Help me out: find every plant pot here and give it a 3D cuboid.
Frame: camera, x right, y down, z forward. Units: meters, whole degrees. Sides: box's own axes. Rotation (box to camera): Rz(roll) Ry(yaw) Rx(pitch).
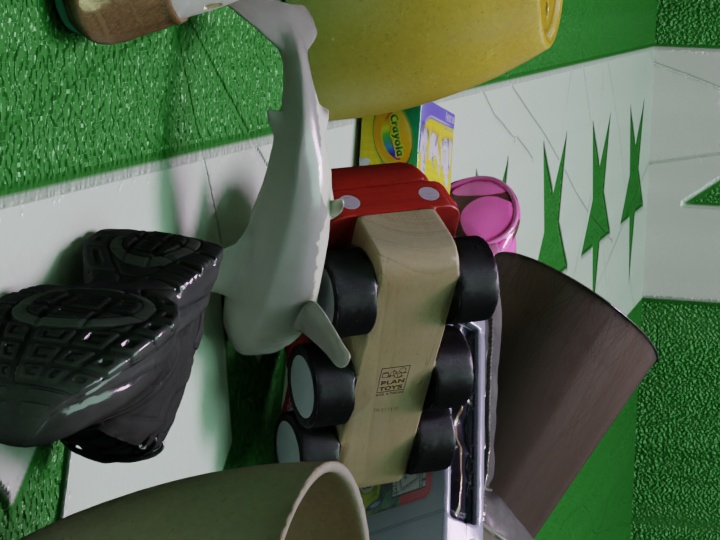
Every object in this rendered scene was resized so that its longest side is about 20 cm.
[{"bbox_3d":[0.048,-0.188,1.337,0.200,0.141,0.201,4,90,-76],"label":"plant pot"}]

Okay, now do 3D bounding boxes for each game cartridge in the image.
[{"bbox_3d":[0.018,0.107,1.322,0.041,0.133,0.201,21,58,-33],"label":"game cartridge"}]

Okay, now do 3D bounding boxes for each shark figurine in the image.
[{"bbox_3d":[-0.056,-0.032,1.105,0.128,0.089,0.216,-127,-142,-56],"label":"shark figurine"}]

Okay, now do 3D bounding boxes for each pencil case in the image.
[{"bbox_3d":[0.091,0.029,1.698,0.094,0.090,0.201,-123,-164,-46],"label":"pencil case"}]

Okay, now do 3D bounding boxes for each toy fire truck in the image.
[{"bbox_3d":[0.000,0.000,1.254,0.200,0.128,0.177,-119,-149,-43],"label":"toy fire truck"}]

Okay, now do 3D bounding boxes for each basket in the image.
[{"bbox_3d":[0.100,0.110,1.543,0.201,0.136,0.180,-58,168,-8],"label":"basket"}]

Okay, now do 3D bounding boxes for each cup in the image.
[{"bbox_3d":[-0.085,0.170,0.875,0.200,0.142,0.202,4,90,-76],"label":"cup"}]

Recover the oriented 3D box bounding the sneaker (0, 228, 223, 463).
[{"bbox_3d":[-0.105,0.045,0.922,0.200,0.075,0.091,-41,139,-69],"label":"sneaker"}]

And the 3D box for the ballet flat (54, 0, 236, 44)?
[{"bbox_3d":[-0.072,-0.143,0.999,0.200,0.072,0.068,-42,132,-71],"label":"ballet flat"}]

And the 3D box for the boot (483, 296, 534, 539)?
[{"bbox_3d":[0.073,0.105,1.418,0.182,0.072,0.201,49,30,-48],"label":"boot"}]

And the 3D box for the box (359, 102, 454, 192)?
[{"bbox_3d":[0.027,-0.015,1.505,0.117,0.048,0.201,7,89,-77],"label":"box"}]
